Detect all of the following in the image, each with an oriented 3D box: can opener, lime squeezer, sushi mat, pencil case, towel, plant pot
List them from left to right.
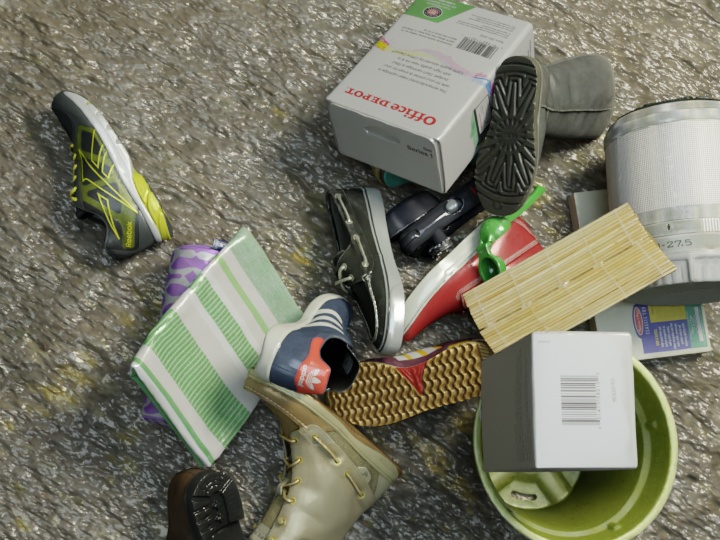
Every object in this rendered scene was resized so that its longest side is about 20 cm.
[{"bbox_3d":[-0.174,0.071,1.112,0.085,0.084,0.202,16,78,-26],"label":"pencil case"},{"bbox_3d":[-0.136,0.078,1.074,0.200,0.023,0.153,-51,123,-33],"label":"towel"},{"bbox_3d":[0.119,-0.079,1.179,0.199,0.063,0.079,-32,83,-11],"label":"can opener"},{"bbox_3d":[0.152,-0.012,1.128,0.070,0.038,0.202,31,61,-39],"label":"lime squeezer"},{"bbox_3d":[0.194,0.179,1.073,0.198,0.184,0.203,1,78,-5],"label":"plant pot"},{"bbox_3d":[0.207,0.013,1.062,0.199,0.012,0.096,-30,57,5],"label":"sushi mat"}]

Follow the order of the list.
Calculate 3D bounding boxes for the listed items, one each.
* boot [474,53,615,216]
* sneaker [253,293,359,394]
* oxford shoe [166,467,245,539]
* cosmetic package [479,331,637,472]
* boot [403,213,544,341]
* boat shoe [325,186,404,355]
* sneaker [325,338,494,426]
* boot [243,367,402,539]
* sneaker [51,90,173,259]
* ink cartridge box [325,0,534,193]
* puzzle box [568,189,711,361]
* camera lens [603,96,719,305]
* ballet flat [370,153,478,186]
[{"bbox_3d":[0.209,-0.153,1.163,0.072,0.199,0.184,20,106,28],"label":"boot"},{"bbox_3d":[-0.032,0.082,1.069,0.084,0.200,0.076,22,110,14],"label":"sneaker"},{"bbox_3d":[-0.155,0.297,1.075,0.072,0.084,0.202,-10,96,-43],"label":"oxford shoe"},{"bbox_3d":[0.159,0.116,0.886,0.084,0.200,0.109,0,80,-4],"label":"cosmetic package"},{"bbox_3d":[0.139,0.039,1.156,0.200,0.072,0.144,-42,87,-16],"label":"boot"},{"bbox_3d":[0.000,0.000,1.131,0.063,0.071,0.202,0,58,-20],"label":"boat shoe"},{"bbox_3d":[0.062,0.121,1.132,0.198,0.090,0.076,-11,86,19],"label":"sneaker"},{"bbox_3d":[-0.072,0.208,1.077,0.200,0.073,0.156,41,82,-21],"label":"boot"},{"bbox_3d":[-0.284,-0.102,1.134,0.084,0.075,0.201,-34,84,-11],"label":"sneaker"},{"bbox_3d":[0.078,-0.196,1.139,0.144,0.084,0.200,23,59,27],"label":"ink cartridge box"},{"bbox_3d":[0.318,0.004,1.203,0.132,0.025,0.202,-5,79,-8],"label":"puzzle box"},{"bbox_3d":[0.346,-0.073,1.127,0.158,0.160,0.202,0,78,-6],"label":"camera lens"},{"bbox_3d":[0.102,-0.151,1.196,0.198,0.071,0.071,-17,81,-11],"label":"ballet flat"}]
